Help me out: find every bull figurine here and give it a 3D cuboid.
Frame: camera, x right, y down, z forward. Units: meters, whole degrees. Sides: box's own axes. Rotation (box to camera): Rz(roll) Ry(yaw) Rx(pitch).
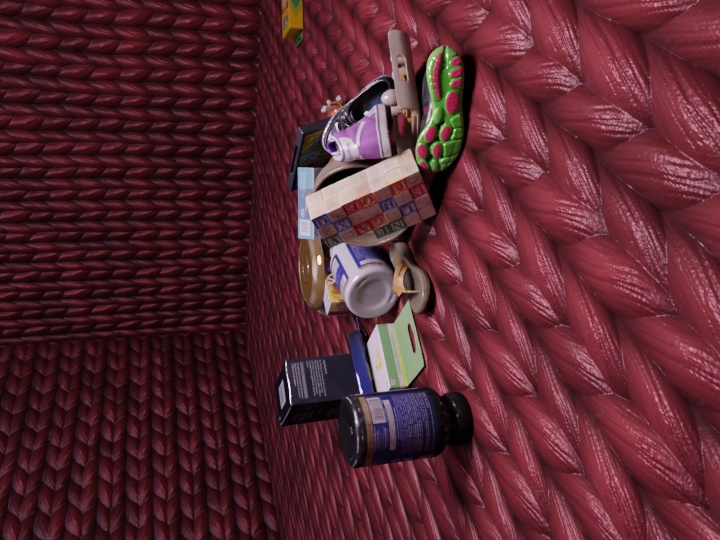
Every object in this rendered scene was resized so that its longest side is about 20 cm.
[{"bbox_3d":[-0.064,-0.343,1.591,0.122,0.064,0.202,-116,30,-46],"label":"bull figurine"}]

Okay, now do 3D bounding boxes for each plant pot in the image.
[{"bbox_3d":[-0.122,-0.004,1.502,0.200,0.027,0.203,178,90,-73],"label":"plant pot"},{"bbox_3d":[0.007,-0.179,1.224,0.201,0.198,0.175,107,170,-46],"label":"plant pot"}]

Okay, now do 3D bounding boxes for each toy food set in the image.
[{"bbox_3d":[0.068,-0.303,1.105,0.200,0.060,0.145,72,-168,-75],"label":"toy food set"}]

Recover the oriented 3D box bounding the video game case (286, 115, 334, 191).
[{"bbox_3d":[-0.065,-0.274,1.397,0.026,0.199,0.181,53,149,21],"label":"video game case"}]

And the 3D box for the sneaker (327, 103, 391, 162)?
[{"bbox_3d":[-0.004,-0.246,1.114,0.201,0.113,0.073,-83,-19,-66],"label":"sneaker"}]

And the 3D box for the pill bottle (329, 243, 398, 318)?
[{"bbox_3d":[0.000,0.000,1.340,0.200,0.118,0.121,-119,31,-55],"label":"pill bottle"}]

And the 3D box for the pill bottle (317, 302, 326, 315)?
[{"bbox_3d":[-0.089,0.015,1.640,0.201,0.113,0.115,-114,27,-51],"label":"pill bottle"}]

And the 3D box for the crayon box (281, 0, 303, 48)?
[{"bbox_3d":[-0.227,-0.859,2.080,0.127,0.050,0.203,-171,79,-72],"label":"crayon box"}]

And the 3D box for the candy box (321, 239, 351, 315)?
[{"bbox_3d":[-0.038,0.007,1.471,0.057,0.115,0.202,109,152,-50],"label":"candy box"}]

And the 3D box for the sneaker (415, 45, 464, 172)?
[{"bbox_3d":[0.131,-0.254,0.997,0.084,0.076,0.202,-77,-5,-62],"label":"sneaker"}]

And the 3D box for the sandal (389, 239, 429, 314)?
[{"bbox_3d":[0.081,0.012,1.188,0.201,0.053,0.081,-114,27,-50],"label":"sandal"}]

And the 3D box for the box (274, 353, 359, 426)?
[{"bbox_3d":[-0.102,0.301,1.571,0.197,0.198,0.119,119,144,-58],"label":"box"}]

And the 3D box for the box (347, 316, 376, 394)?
[{"bbox_3d":[0.012,0.217,1.392,0.121,0.032,0.202,61,-165,-59],"label":"box"}]

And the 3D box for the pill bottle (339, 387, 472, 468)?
[{"bbox_3d":[0.072,0.248,1.002,0.112,0.198,0.113,178,90,-73],"label":"pill bottle"}]

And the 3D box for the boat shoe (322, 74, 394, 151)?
[{"bbox_3d":[-0.006,-0.312,1.256,0.070,0.199,0.066,49,-163,-7],"label":"boat shoe"}]

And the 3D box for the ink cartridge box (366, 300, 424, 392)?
[{"bbox_3d":[0.066,0.172,1.273,0.201,0.047,0.147,110,153,-55],"label":"ink cartridge box"}]

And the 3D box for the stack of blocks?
[{"bbox_3d":[0.019,-0.113,1.082,0.115,0.198,0.059,58,-168,-50],"label":"stack of blocks"}]

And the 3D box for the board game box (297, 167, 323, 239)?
[{"bbox_3d":[-0.061,-0.155,1.410,0.047,0.199,0.153,7,102,34],"label":"board game box"}]
